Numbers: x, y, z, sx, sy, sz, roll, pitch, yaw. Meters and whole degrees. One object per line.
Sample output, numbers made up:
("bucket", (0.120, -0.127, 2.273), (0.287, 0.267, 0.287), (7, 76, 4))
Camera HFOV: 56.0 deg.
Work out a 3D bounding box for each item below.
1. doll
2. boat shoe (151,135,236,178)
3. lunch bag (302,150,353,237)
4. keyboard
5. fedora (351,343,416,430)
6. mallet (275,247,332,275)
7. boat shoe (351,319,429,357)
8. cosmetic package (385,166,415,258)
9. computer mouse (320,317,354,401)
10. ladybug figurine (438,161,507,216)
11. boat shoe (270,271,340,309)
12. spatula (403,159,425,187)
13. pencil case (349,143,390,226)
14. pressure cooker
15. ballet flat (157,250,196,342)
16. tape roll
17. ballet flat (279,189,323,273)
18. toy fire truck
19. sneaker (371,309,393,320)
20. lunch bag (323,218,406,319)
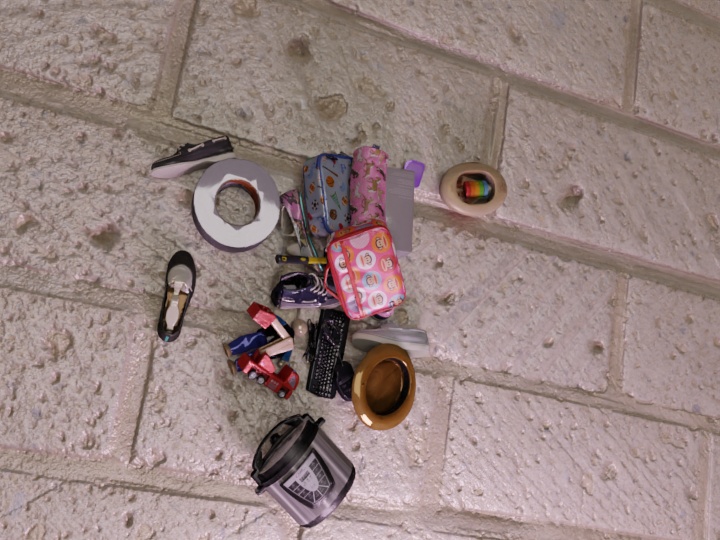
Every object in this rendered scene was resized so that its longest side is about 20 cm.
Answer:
("doll", (-0.207, 0.156, 1.519), (0.196, 0.048, 0.140), (-20, 104, -23))
("boat shoe", (-0.376, -0.256, 1.513), (0.196, 0.074, 0.062), (-18, 88, -24))
("lunch bag", (-0.056, -0.178, 1.593), (0.158, 0.074, 0.206), (1, 82, -45))
("keyboard", (-0.082, 0.188, 1.566), (0.102, 0.040, 0.206), (14, 77, -17))
("fedora", (0.041, 0.266, 1.563), (0.197, 0.081, 0.207), (3, 85, -38))
("mallet", (-0.111, -0.013, 1.497), (0.198, 0.040, 0.068), (-11, 89, -51))
("boat shoe", (0.071, 0.159, 1.617), (0.195, 0.070, 0.073), (10, 59, -16))
("cosmetic package", (0.074, -0.135, 1.634), (0.088, 0.106, 0.206), (4, 82, -20))
("computer mouse", (-0.054, 0.206, 1.564), (0.058, 0.034, 0.205), (-21, 96, -39))
("ladybug figurine", (0.285, -0.205, 1.735), (0.194, 0.072, 0.140), (0, 83, -19))
("boat shoe", (-0.102, 0.042, 1.546), (0.195, 0.093, 0.076), (-9, 69, -20))
("spatula", (0.119, -0.178, 1.701), (0.055, 0.020, 0.206), (15, 78, -18))
("pencil case", (0.021, -0.182, 1.562), (0.082, 0.085, 0.206), (13, 76, -42))
("pressure cooker", (-0.130, 0.419, 1.445), (0.201, 0.178, 0.176), (48, 32, -6))
("ballet flat", (-0.393, 0.053, 1.462), (0.066, 0.068, 0.206), (9, 79, -17))
("tape roll", (-0.281, -0.147, 1.533), (0.195, 0.066, 0.207), (3, 82, -19))
("ballet flat", (-0.146, -0.084, 1.574), (0.069, 0.069, 0.205), (-17, 91, -3))
("toy fire truck", (-0.192, 0.177, 1.474), (0.199, 0.049, 0.142), (40, 86, -33))
("sneaker", (0.020, 0.023, 1.603), (0.070, 0.082, 0.202), (-35, 94, -20))
("lunch bag", (0.000, 0.000, 1.501), (0.172, 0.082, 0.205), (-17, 111, -1))
